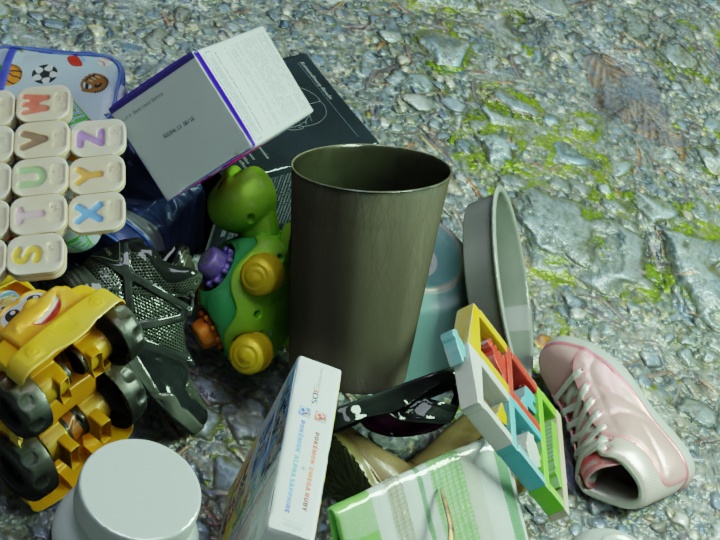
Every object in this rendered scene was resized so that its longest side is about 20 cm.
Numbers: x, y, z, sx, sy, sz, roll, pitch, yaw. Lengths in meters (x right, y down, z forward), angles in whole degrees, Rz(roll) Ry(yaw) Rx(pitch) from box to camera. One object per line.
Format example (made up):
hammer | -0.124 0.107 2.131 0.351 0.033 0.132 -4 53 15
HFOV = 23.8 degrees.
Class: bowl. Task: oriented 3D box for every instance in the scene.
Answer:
bowl | 0.038 0.013 1.718 0.199 0.105 0.202 13 43 -12

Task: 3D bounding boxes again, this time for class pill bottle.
pill bottle | -0.191 0.230 1.333 0.115 0.201 0.117 11 44 -11

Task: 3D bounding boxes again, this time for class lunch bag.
lunch bag | -0.247 -0.043 1.620 0.199 0.136 0.132 30 57 15
lunch bag | -0.296 -0.109 1.533 0.159 0.076 0.201 7 56 2

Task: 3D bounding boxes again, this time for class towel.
towel | 0.064 0.243 1.502 0.199 0.031 0.150 -18 96 -35

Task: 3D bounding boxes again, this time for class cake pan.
cake pan | 0.138 0.016 1.711 0.036 0.201 0.201 -8 42 14

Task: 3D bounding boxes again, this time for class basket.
basket | 0.000 0.000 1.569 0.135 0.202 0.180 17 21 27

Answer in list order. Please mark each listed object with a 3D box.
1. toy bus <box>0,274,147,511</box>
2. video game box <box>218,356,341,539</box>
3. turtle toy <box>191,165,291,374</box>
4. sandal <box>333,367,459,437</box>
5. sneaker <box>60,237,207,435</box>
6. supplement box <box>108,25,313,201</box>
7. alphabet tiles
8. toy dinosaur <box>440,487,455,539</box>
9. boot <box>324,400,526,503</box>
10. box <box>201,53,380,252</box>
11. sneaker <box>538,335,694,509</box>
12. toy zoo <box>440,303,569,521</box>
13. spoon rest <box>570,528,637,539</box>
toy bus | -0.290 0.072 1.450 0.192 0.201 0.136 37 55 22
video game box | -0.077 0.202 1.411 0.046 0.201 0.183 18 43 -11
turtle toy | -0.105 0.001 1.619 0.100 0.202 0.146 12 14 17
sandal | 0.037 0.130 1.541 0.199 0.075 0.048 -16 80 -37
sneaker | -0.171 0.052 1.527 0.114 0.200 0.076 -37 25 -12
supplement box | -0.133 -0.149 1.578 0.104 0.101 0.200 57 21 -6
alphabet tiles | -0.297 -0.076 1.458 0.194 0.015 0.201 -5 57 1
toy dinosaur | 0.049 0.290 1.434 0.200 0.060 0.107 -43 109 -29
boot | 0.064 0.171 1.606 0.200 0.066 0.175 -32 78 -41
box | -0.109 -0.126 1.788 0.199 0.107 0.149 -18 56 -34
sneaker | 0.233 0.152 1.683 0.104 0.076 0.200 -23 64 -44
toy zoo | 0.131 0.120 1.552 0.200 0.020 0.132 51 25 -32
spoon rest | 0.227 0.306 1.555 0.099 0.061 0.200 25 29 0
